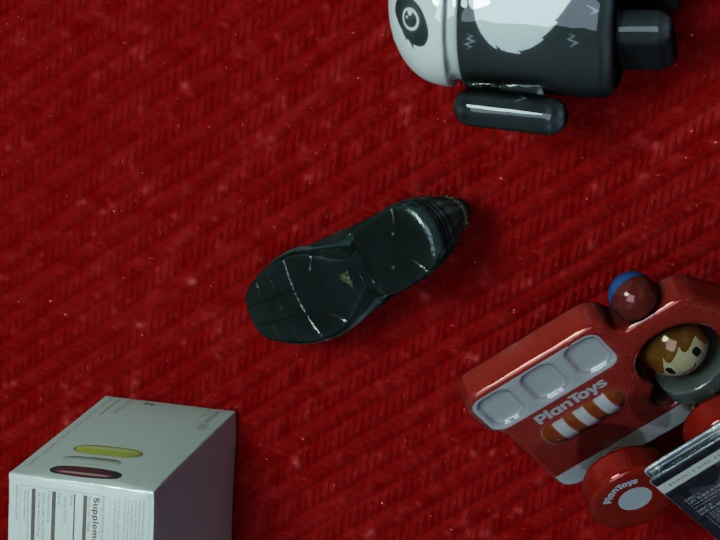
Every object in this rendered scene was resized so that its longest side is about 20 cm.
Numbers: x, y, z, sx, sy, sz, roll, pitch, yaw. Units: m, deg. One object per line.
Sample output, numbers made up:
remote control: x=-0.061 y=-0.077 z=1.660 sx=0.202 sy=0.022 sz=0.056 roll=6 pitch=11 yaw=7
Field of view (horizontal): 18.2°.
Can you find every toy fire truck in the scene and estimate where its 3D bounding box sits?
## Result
toy fire truck: x=0.187 y=0.074 z=1.550 sx=0.199 sy=0.112 sz=0.168 roll=-32 pitch=136 yaw=18

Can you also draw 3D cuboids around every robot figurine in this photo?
robot figurine: x=0.118 y=-0.182 z=1.539 sx=0.199 sy=0.151 sz=0.125 roll=5 pitch=128 yaw=12

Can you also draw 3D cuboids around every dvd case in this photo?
dvd case: x=0.309 y=0.147 z=1.565 sx=0.148 sy=0.016 sz=0.200 roll=-34 pitch=133 yaw=18

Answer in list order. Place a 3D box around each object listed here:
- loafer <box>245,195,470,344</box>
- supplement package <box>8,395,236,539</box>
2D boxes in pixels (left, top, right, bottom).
loafer: x=0.000 y=0.000 z=1.641 sx=0.199 sy=0.072 sz=0.073 roll=-22 pitch=93 yaw=39
supplement package: x=-0.173 y=0.197 z=1.660 sx=0.110 sy=0.200 sz=0.157 roll=6 pitch=104 yaw=12
